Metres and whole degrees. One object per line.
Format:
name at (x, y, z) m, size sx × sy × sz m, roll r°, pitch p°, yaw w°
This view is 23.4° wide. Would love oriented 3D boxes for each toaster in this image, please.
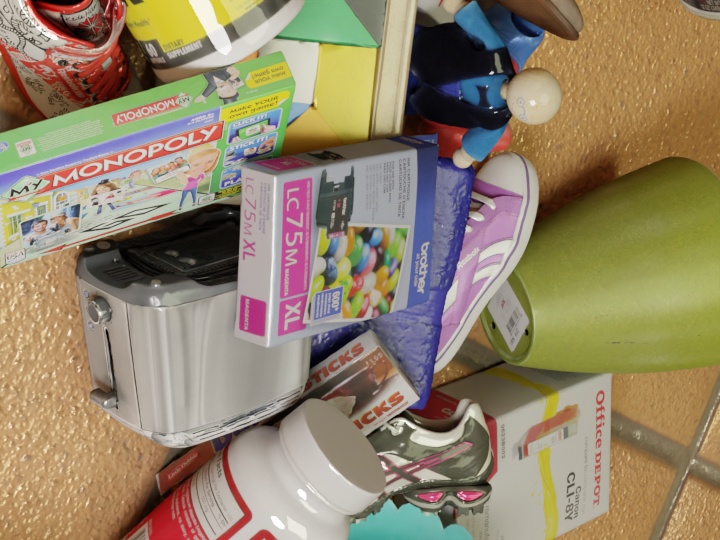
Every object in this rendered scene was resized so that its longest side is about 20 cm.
toaster at (-0.108, 0.037, 1.236) m, size 0.199 × 0.113 × 0.131 m, roll -19°, pitch 121°, yaw -41°

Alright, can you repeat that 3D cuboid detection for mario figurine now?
mario figurine at (0.095, -0.179, 1.359) m, size 0.123 × 0.106 × 0.201 m, roll 7°, pitch 120°, yaw -56°

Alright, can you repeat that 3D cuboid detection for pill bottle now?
pill bottle at (-0.081, 0.186, 1.255) m, size 0.200 × 0.113 × 0.112 m, roll -42°, pitch 138°, yaw 18°
pill bottle at (-0.127, -0.231, 1.099) m, size 0.114 × 0.114 × 0.201 m, roll -41°, pitch 114°, yaw -26°

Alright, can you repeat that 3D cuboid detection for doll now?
doll at (0.062, -0.136, 1.269) m, size 0.048 × 0.198 × 0.138 m, roll -35°, pitch 126°, yaw -41°

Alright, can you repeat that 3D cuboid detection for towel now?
towel at (0.000, 0.000, 1.339) m, size 0.146 × 0.050 × 0.202 m, roll 10°, pitch 101°, yaw -15°

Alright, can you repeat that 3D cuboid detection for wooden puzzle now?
wooden puzzle at (-0.052, -0.139, 1.221) m, size 0.183 × 0.037 × 0.203 m, roll 4°, pitch 106°, yaw -15°

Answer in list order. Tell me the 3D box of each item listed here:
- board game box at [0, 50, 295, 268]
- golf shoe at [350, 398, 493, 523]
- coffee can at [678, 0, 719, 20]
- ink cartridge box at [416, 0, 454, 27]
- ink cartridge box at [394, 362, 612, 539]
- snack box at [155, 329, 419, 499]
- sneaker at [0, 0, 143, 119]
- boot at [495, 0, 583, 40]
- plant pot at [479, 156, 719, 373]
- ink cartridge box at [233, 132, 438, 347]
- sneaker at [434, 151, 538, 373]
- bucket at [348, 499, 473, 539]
board game box at (-0.144, -0.070, 1.122) m, size 0.198 × 0.029 × 0.135 m, roll -19°, pitch 160°, yaw -17°
golf shoe at (0.008, 0.150, 1.379) m, size 0.197 × 0.077 × 0.089 m, roll -6°, pitch 109°, yaw -12°
coffee can at (0.301, -0.334, 1.469) m, size 0.147 × 0.146 × 0.201 m, roll -51°, pitch 133°, yaw -17°
ink cartridge box at (0.036, -0.260, 1.295) m, size 0.199 × 0.067 × 0.117 m, roll 33°, pitch 80°, yaw -45°
ink cartridge box at (0.128, 0.167, 1.525) m, size 0.199 × 0.083 × 0.147 m, roll -18°, pitch 116°, yaw -38°
snack box at (-0.055, 0.126, 1.317) m, size 0.199 × 0.024 × 0.072 m, roll -34°, pitch 131°, yaw 5°
sneaker at (-0.178, -0.139, 1.105) m, size 0.067 × 0.107 × 0.202 m, roll -52°, pitch 133°, yaw -16°
boot at (0.114, -0.277, 1.250) m, size 0.199 × 0.070 × 0.147 m, roll 32°, pitch 79°, yaw -33°
plant pot at (0.207, 0.013, 1.497) m, size 0.198 × 0.187 × 0.189 m, roll -13°, pitch 114°, yaw -26°
ink cartridge box at (-0.004, -0.026, 1.212) m, size 0.199 × 0.042 × 0.121 m, roll -16°, pitch 115°, yaw -48°
sneaker at (0.067, -0.022, 1.411) m, size 0.114 × 0.072 × 0.202 m, roll 34°, pitch 80°, yaw -42°
bucket at (0.005, 0.287, 1.373) m, size 0.206 × 0.206 × 0.136 m, roll -19°, pitch 128°, yaw -38°
